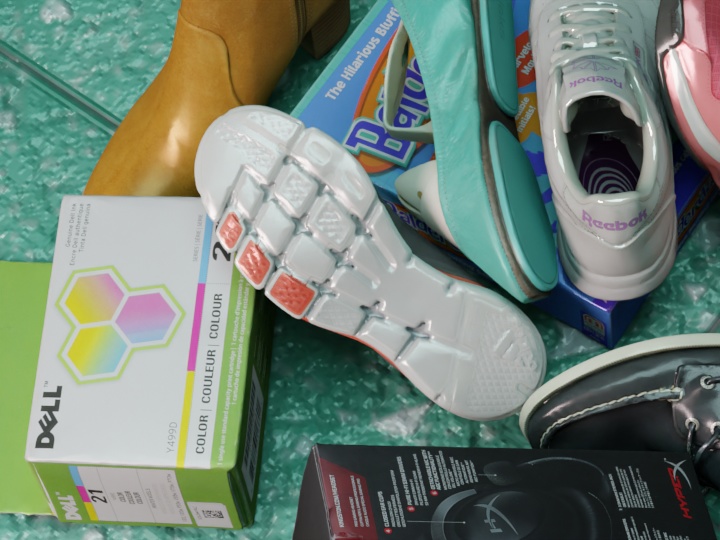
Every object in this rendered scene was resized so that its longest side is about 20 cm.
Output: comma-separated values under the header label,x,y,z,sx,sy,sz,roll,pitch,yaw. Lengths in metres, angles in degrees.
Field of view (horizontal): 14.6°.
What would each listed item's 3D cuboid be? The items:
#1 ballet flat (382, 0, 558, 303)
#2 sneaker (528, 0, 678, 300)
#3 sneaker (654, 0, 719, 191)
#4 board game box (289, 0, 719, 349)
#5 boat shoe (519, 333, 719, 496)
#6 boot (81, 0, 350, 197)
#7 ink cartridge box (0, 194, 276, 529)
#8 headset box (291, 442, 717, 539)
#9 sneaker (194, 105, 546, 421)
label,x,y,z,sx,sy,sz,roll,pitch,yaw
ballet flat,0.048,-0.063,1.369,0.070,0.067,0.200,-20,59,21
sneaker,0.121,-0.091,1.349,0.075,0.100,0.200,-8,61,4
sneaker,0.209,-0.059,1.339,0.087,0.074,0.200,-22,99,25
board game box,0.082,-0.072,1.424,0.200,0.045,0.152,28,69,20
boat shoe,0.177,0.075,1.321,0.199,0.075,0.066,-5,50,-6
boot,-0.079,-0.116,1.411,0.071,0.144,0.201,36,72,23
ink cartridge box,-0.147,0.043,1.374,0.200,0.076,0.148,2,63,6
headset box,0.060,0.153,1.236,0.200,0.077,0.149,1,40,-13
sneaker,0.000,0.000,1.355,0.200,0.082,0.077,43,92,-3
